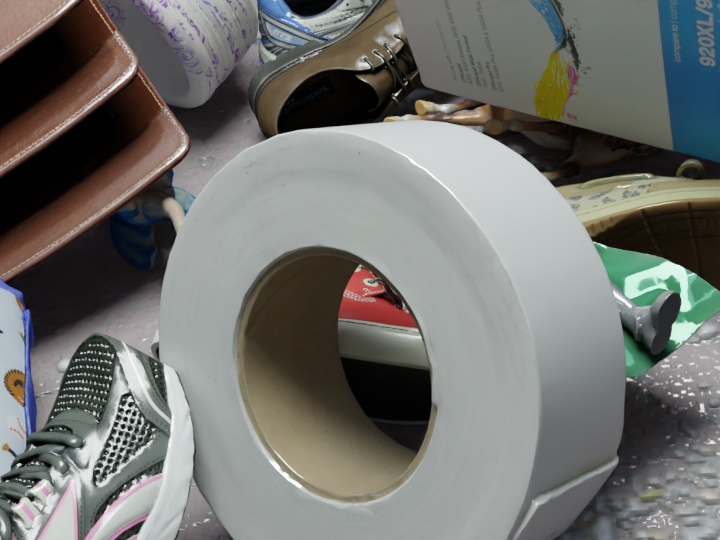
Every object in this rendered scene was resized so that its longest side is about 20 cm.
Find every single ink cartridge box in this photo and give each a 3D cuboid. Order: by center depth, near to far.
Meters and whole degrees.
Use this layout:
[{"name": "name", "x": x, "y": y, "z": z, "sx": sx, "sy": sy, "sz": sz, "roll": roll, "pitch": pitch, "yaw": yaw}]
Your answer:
[{"name": "ink cartridge box", "x": 0.131, "y": -0.172, "z": 0.687, "sx": 0.200, "sy": 0.145, "sz": 0.147, "roll": 18, "pitch": 63, "yaw": 27}]

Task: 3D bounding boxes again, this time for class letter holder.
[{"name": "letter holder", "x": -0.217, "y": -0.077, "z": 0.742, "sx": 0.200, "sy": 0.101, "sz": 0.142, "roll": -34, "pitch": 54, "yaw": -5}]

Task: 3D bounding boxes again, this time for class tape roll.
[{"name": "tape roll", "x": 0.008, "y": 0.039, "z": 0.556, "sx": 0.202, "sy": 0.203, "sz": 0.071, "roll": 18, "pitch": 18, "yaw": 35}]

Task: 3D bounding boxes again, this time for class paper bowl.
[{"name": "paper bowl", "x": -0.157, "y": -0.214, "z": 0.907, "sx": 0.200, "sy": 0.201, "sz": 0.104, "roll": 23, "pitch": 70, "yaw": 38}]

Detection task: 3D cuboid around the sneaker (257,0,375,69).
[{"name": "sneaker", "x": 0.018, "y": -0.182, "z": 0.931, "sx": 0.200, "sy": 0.085, "sz": 0.077, "roll": -6, "pitch": 38, "yaw": 10}]

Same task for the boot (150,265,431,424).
[{"name": "boot", "x": 0.000, "y": 0.000, "z": 0.695, "sx": 0.200, "sy": 0.072, "sz": 0.144, "roll": 7, "pitch": 57, "yaw": 29}]

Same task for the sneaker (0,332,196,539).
[{"name": "sneaker", "x": -0.132, "y": 0.113, "z": 0.539, "sx": 0.080, "sy": 0.086, "sz": 0.200, "roll": -14, "pitch": 55, "yaw": 38}]

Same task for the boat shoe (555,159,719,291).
[{"name": "boat shoe", "x": 0.133, "y": -0.023, "z": 0.703, "sx": 0.200, "sy": 0.073, "sz": 0.063, "roll": -6, "pitch": 41, "yaw": 11}]

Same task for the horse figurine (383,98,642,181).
[{"name": "horse figurine", "x": 0.110, "y": -0.096, "z": 0.813, "sx": 0.132, "sy": 0.050, "sz": 0.200, "roll": -16, "pitch": 26, "yaw": -31}]

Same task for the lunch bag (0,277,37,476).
[{"name": "lunch bag", "x": -0.262, "y": 0.082, "z": 0.657, "sx": 0.200, "sy": 0.124, "sz": 0.170, "roll": -11, "pitch": 40, "yaw": -5}]

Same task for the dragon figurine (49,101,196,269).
[{"name": "dragon figurine", "x": -0.135, "y": -0.042, "z": 0.814, "sx": 0.059, "sy": 0.099, "sz": 0.200, "roll": -44, "pitch": 54, "yaw": -13}]

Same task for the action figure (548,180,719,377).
[{"name": "action figure", "x": 0.063, "y": -0.013, "z": 0.636, "sx": 0.118, "sy": 0.055, "sz": 0.200, "roll": -28, "pitch": 43, "yaw": -24}]

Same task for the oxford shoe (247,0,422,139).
[{"name": "oxford shoe", "x": 0.023, "y": -0.136, "z": 0.863, "sx": 0.200, "sy": 0.073, "sz": 0.084, "roll": -34, "pitch": 30, "yaw": 6}]
